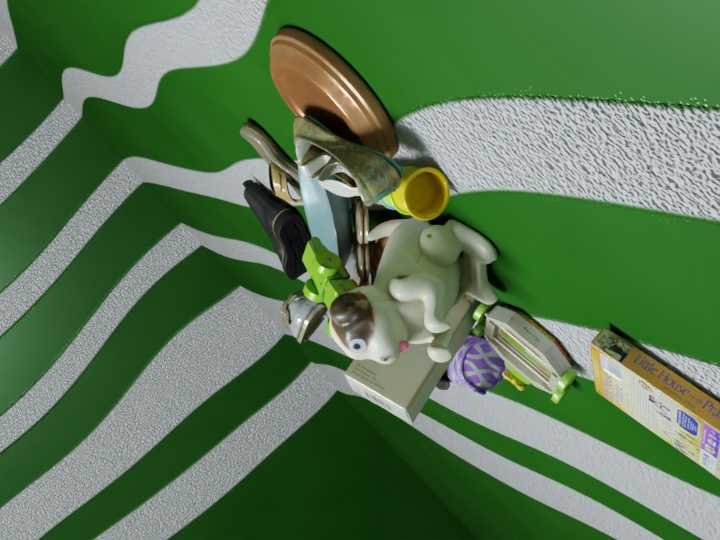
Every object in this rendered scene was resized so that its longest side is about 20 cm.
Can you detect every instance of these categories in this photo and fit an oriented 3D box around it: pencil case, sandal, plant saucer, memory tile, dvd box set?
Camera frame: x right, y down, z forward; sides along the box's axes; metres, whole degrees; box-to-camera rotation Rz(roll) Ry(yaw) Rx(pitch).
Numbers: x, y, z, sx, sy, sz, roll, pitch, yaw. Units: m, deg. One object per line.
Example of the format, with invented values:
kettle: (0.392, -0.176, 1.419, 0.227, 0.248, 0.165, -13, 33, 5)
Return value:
pencil case: (0.162, 0.141, 1.526, 0.085, 0.084, 0.200, 10, 179, -17)
sandal: (-0.131, -0.153, 1.555, 0.200, 0.054, 0.080, 46, 168, -6)
plant saucer: (-0.040, -0.198, 1.145, 0.200, 0.037, 0.200, 43, 168, 11)
memory tile: (0.000, 0.000, 1.370, 0.153, 0.017, 0.201, -106, 14, -76)
dvd box set: (0.345, 0.155, 1.063, 0.200, 0.029, 0.146, 36, 166, 31)
plant saucer: (-0.046, -0.086, 1.411, 0.201, 0.039, 0.202, 166, 90, -79)

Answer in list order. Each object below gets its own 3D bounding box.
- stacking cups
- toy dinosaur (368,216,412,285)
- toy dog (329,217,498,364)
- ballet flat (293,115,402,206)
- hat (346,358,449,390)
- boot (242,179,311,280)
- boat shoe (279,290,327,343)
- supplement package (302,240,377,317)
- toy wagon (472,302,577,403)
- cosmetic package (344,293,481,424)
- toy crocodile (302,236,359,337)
stacking cups: (0.036, -0.107, 1.170, 0.061, 0.060, 0.200, 50, 170, -25)
toy dinosaur: (0.027, -0.004, 1.343, 0.060, 0.106, 0.200, 15, 125, -1)
toy dog: (0.049, 0.028, 1.184, 0.194, 0.200, 0.140, 39, 159, 19)
ballet flat: (-0.034, -0.127, 1.120, 0.200, 0.071, 0.071, 33, 164, 43)
hat: (0.039, 0.170, 1.526, 0.200, 0.081, 0.201, 27, 172, 4)
boot: (-0.161, -0.083, 1.882, 0.138, 0.077, 0.200, 43, 155, 29)
boat shoe: (-0.102, 0.075, 1.600, 0.068, 0.075, 0.200, 39, 169, 3)
supplement package: (0.001, 0.028, 1.569, 0.121, 0.120, 0.200, 45, 169, -6)
toy wagon: (0.223, 0.116, 1.322, 0.155, 0.040, 0.200, 41, 168, 18)
cosmetic package: (0.076, 0.095, 1.316, 0.103, 0.200, 0.073, 26, 163, 21)
toy crocodile: (-0.027, 0.031, 1.300, 0.200, 0.062, 0.068, 57, 140, 41)
